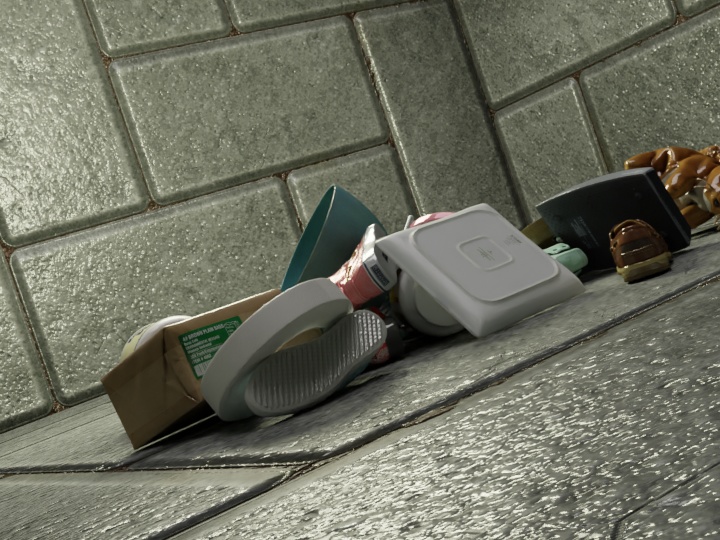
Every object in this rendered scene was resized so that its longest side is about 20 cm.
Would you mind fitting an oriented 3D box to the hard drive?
[{"bbox_3d":[0.349,-0.071,1.464,0.042,0.135,0.199,-47,17,-32],"label":"hard drive"}]

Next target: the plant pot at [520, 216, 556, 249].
[{"bbox_3d":[0.293,-0.031,1.625,0.199,0.028,0.200,-22,-26,-11],"label":"plant pot"}]

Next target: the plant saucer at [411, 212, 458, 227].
[{"bbox_3d":[0.163,-0.014,1.757,0.200,0.200,0.051,-18,41,43],"label":"plant saucer"}]

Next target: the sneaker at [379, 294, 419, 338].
[{"bbox_3d":[0.055,0.057,1.612,0.074,0.088,0.200,-22,2,-35],"label":"sneaker"}]

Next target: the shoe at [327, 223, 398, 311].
[{"bbox_3d":[0.000,0.000,1.419,0.091,0.072,0.200,-35,10,12],"label":"shoe"}]

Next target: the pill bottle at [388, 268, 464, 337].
[{"bbox_3d":[0.099,0.032,1.427,0.109,0.110,0.200,-19,1,-4],"label":"pill bottle"}]

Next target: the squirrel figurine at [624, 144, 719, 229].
[{"bbox_3d":[0.531,-0.132,1.572,0.199,0.143,0.186,-22,8,-25],"label":"squirrel figurine"}]

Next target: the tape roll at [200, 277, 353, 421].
[{"bbox_3d":[-0.093,0.091,1.216,0.202,0.037,0.203,-39,-19,-16],"label":"tape roll"}]

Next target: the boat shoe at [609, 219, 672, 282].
[{"bbox_3d":[0.349,-0.033,1.337,0.072,0.068,0.200,-19,1,13],"label":"boat shoe"}]

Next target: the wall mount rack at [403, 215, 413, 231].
[{"bbox_3d":[0.116,-0.002,1.693,0.199,0.075,0.174,18,-37,4],"label":"wall mount rack"}]

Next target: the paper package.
[{"bbox_3d":[-0.197,0.123,1.355,0.199,0.104,0.190,-19,-13,-47],"label":"paper package"}]

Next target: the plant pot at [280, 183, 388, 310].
[{"bbox_3d":[-0.022,-0.008,1.571,0.134,0.201,0.200,24,-8,-10],"label":"plant pot"}]

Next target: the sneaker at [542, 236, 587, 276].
[{"bbox_3d":[0.254,-0.007,1.454,0.118,0.074,0.200,-25,-2,3],"label":"sneaker"}]

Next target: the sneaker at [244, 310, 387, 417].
[{"bbox_3d":[-0.051,0.121,1.196,0.199,0.074,0.082,-26,-25,-36],"label":"sneaker"}]

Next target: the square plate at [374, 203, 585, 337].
[{"bbox_3d":[0.152,-0.013,1.326,0.197,0.200,0.029,-20,-41,-35],"label":"square plate"}]

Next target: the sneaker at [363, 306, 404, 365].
[{"bbox_3d":[-0.015,0.095,1.397,0.107,0.068,0.201,-17,3,-9],"label":"sneaker"}]

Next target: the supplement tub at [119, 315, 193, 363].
[{"bbox_3d":[-0.291,0.148,1.633,0.144,0.146,0.200,-19,1,-23],"label":"supplement tub"}]
